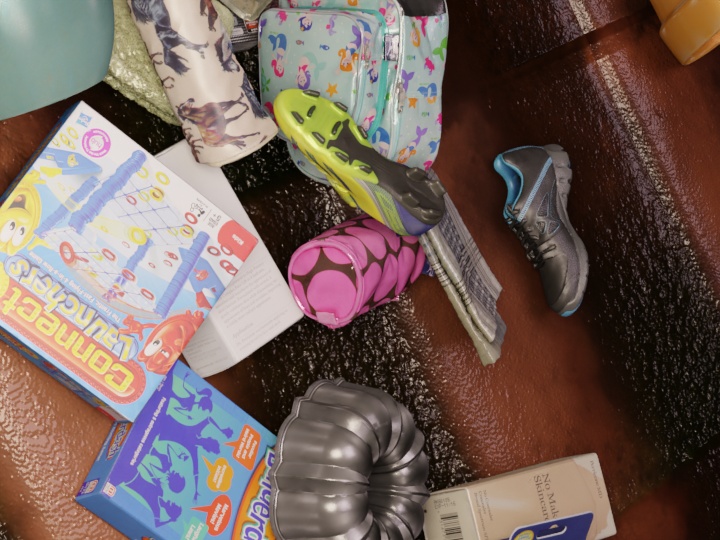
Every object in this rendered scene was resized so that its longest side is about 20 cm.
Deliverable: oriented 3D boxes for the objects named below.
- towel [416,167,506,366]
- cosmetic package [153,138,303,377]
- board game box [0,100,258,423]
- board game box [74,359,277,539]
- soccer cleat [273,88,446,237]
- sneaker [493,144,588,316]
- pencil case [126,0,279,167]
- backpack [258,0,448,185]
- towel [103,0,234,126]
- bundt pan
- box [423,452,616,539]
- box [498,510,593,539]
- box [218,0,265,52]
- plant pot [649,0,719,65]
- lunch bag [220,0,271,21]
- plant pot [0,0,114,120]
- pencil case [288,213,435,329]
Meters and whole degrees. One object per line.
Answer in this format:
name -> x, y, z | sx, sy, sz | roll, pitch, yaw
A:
towel -> 0.101, -0.011, 1.728 | 0.200, 0.035, 0.193 | 63, 10, -8
cosmetic package -> -0.149, -0.013, 1.554 | 0.102, 0.074, 0.200 | -34, 97, -43
board game box -> -0.222, -0.006, 1.440 | 0.200, 0.056, 0.196 | 38, 72, -15
board game box -> -0.138, 0.193, 1.509 | 0.200, 0.045, 0.152 | 41, 52, -25
soccer cleat -> -0.011, -0.093, 1.569 | 0.200, 0.084, 0.065 | 35, 51, -23
sneaker -> 0.197, -0.043, 1.878 | 0.082, 0.073, 0.200 | -1, 70, -24
pencil case -> -0.145, -0.193, 1.508 | 0.200, 0.078, 0.089 | 66, 29, -10
backpack -> -0.007, -0.179, 1.655 | 0.151, 0.178, 0.200 | -20, 114, -43
towel -> -0.211, -0.234, 1.541 | 0.200, 0.036, 0.148 | 37, 56, -26
bundt pan -> 0.001, 0.199, 1.561 | 0.202, 0.076, 0.202 | 3, 86, -59
box -> 0.161, 0.251, 1.727 | 0.200, 0.078, 0.095 | -10, 83, -42
box -> 0.151, 0.318, 1.647 | 0.121, 0.032, 0.200 | -3, 120, -42
box -> -0.193, -0.281, 1.625 | 0.200, 0.044, 0.160 | -16, 87, -43
plant pot -> 0.427, -0.390, 2.118 | 0.200, 0.200, 0.183 | -33, 82, -43
lunch bag -> -0.134, -0.361, 1.581 | 0.200, 0.118, 0.164 | 36, 41, -26
plant pot -> -0.292, -0.212, 1.375 | 0.201, 0.201, 0.161 | -33, 112, -43
pencil case -> 0.000, 0.000, 1.627 | 0.200, 0.091, 0.094 | -23, 123, -66
